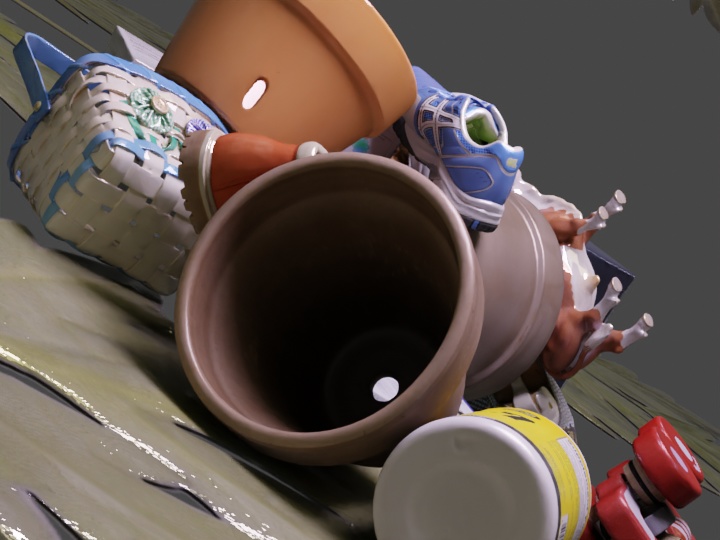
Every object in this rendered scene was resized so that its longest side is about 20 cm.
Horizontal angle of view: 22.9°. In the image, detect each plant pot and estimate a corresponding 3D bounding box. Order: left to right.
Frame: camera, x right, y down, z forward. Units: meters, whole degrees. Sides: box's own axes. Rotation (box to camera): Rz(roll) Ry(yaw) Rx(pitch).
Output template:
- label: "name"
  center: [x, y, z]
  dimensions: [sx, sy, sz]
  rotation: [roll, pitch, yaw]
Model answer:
- label: "plant pot"
  center: [-0.072, -0.156, 1.426]
  dimensions: [0.200, 0.140, 0.200]
  rotation: [39, -15, 12]
- label: "plant pot"
  center: [-0.004, 0.048, 1.175]
  dimensions: [0.200, 0.201, 0.175]
  rotation: [38, -8, 27]
- label: "plant pot"
  center: [0.053, -0.001, 1.528]
  dimensions: [0.200, 0.201, 0.173]
  rotation: [39, 7, 33]

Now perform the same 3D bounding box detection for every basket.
- label: "basket"
  center: [-0.178, -0.088, 1.347]
  dimensions: [0.176, 0.139, 0.200]
  rotation: [29, 18, -36]

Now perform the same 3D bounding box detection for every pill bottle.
- label: "pill bottle"
  center: [0.086, 0.146, 1.135]
  dimensions: [0.114, 0.115, 0.200]
  rotation: [36, 7, 14]

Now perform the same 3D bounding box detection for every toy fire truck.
- label: "toy fire truck"
  center: [0.245, 0.222, 1.435]
  dimensions: [0.169, 0.112, 0.200]
  rotation: [54, 11, 6]

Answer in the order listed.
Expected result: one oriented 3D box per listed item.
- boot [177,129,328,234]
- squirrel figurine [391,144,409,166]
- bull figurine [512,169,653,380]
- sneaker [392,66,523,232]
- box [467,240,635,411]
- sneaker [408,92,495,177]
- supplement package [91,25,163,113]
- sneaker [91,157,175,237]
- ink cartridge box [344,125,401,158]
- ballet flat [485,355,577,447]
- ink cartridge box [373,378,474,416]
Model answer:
- label: "boot"
  center: [-0.050, -0.017, 1.259]
  dimensions: [0.106, 0.076, 0.201]
  rotation: [-2, -40, 16]
- label: "squirrel figurine"
  center: [-0.042, -0.090, 1.703]
  dimensions: [0.187, 0.200, 0.142]
  rotation: [44, 11, -20]
- label: "bull figurine"
  center: [0.184, -0.007, 1.590]
  dimensions: [0.065, 0.121, 0.202]
  rotation: [2, 70, -48]
- label: "sneaker"
  center: [0.084, -0.117, 1.495]
  dimensions: [0.075, 0.077, 0.201]
  rotation: [12, 32, -35]
- label: "box"
  center: [0.129, 0.023, 1.756]
  dimensions: [0.123, 0.198, 0.200]
  rotation: [27, 10, -43]
- label: "sneaker"
  center: [0.089, -0.064, 1.664]
  dimensions: [0.088, 0.202, 0.075]
  rotation: [10, 14, 29]
- label: "supplement package"
  center: [-0.203, -0.143, 1.671]
  dimensions: [0.109, 0.114, 0.200]
  rotation: [30, 9, -18]
- label: "sneaker"
  center: [-0.160, -0.070, 1.526]
  dimensions: [0.199, 0.082, 0.075]
  rotation: [36, 8, 13]
- label: "ink cartridge box"
  center: [-0.062, -0.085, 1.591]
  dimensions: [0.136, 0.201, 0.076]
  rotation: [33, 8, -2]
- label: "ballet flat"
  center: [0.140, 0.099, 1.619]
  dimensions: [0.072, 0.071, 0.202]
  rotation: [-51, 118, -82]
- label: "ink cartridge box"
  center: [0.018, 0.099, 1.397]
  dimensions: [0.199, 0.041, 0.200]
  rotation: [31, 7, -21]
